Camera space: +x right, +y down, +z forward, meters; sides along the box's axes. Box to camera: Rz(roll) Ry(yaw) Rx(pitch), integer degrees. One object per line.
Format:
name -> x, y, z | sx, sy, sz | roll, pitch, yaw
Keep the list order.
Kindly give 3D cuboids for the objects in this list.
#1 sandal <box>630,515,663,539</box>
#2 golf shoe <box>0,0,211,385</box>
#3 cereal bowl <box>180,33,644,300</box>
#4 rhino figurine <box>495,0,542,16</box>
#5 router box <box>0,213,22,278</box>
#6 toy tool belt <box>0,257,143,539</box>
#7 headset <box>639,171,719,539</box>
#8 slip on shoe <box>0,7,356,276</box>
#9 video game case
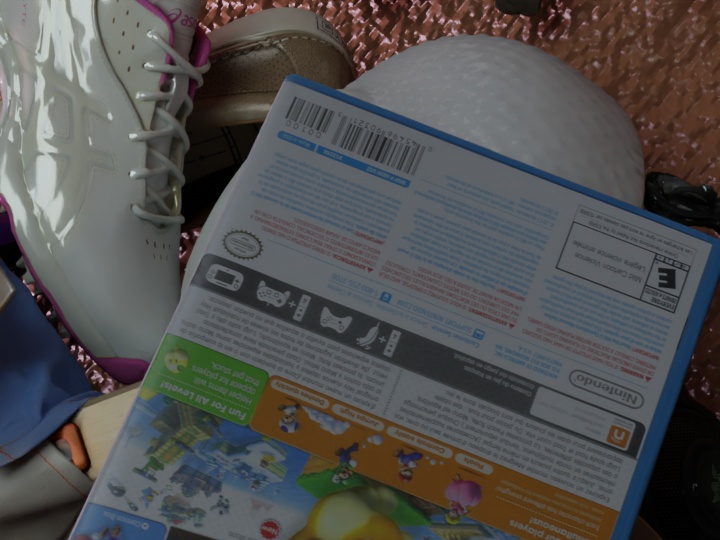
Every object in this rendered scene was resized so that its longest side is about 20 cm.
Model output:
sandal -> 0.076, 0.128, 0.610 | 0.080, 0.054, 0.200 | -43, 74, 6
golf shoe -> -0.092, -0.059, 0.789 | 0.091, 0.075, 0.202 | -22, 80, 19
cereal bowl -> 0.000, 0.000, 0.727 | 0.200, 0.083, 0.201 | -43, 26, 26
rhino figurine -> 0.058, -0.143, 0.821 | 0.198, 0.060, 0.088 | -9, 46, 28
router box -> -0.228, 0.035, 0.887 | 0.199, 0.051, 0.151 | 11, 101, 35
toy tool belt -> -0.143, 0.024, 0.732 | 0.200, 0.125, 0.123 | 46, 104, 21
headset -> 0.086, 0.068, 0.717 | 0.123, 0.093, 0.202 | 16, 95, 47
slip on shoe -> -0.092, -0.038, 0.857 | 0.199, 0.076, 0.061 | -19, 39, 15
video game case -> 0.007, 0.053, 0.602 | 0.142, 0.018, 0.201 | 21, 65, 5
